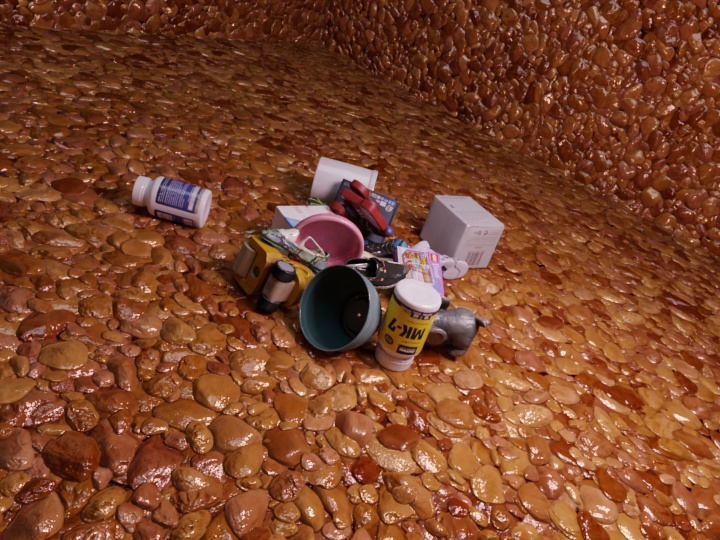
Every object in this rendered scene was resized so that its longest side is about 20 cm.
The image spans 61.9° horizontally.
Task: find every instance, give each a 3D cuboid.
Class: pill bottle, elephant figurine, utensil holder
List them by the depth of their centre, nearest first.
[{"bbox_3d":[0.106,0.132,1.417,0.113,0.202,0.115,14,30,-8],"label":"pill bottle"},{"bbox_3d":[0.186,0.134,1.513,0.198,0.156,0.142,19,19,-18],"label":"elephant figurine"},{"bbox_3d":[-0.526,-0.198,1.678,0.198,0.112,0.111,16,30,-7],"label":"pill bottle"},{"bbox_3d":[-0.057,-0.280,2.023,0.198,0.171,0.170,17,30,-2],"label":"utensil holder"}]

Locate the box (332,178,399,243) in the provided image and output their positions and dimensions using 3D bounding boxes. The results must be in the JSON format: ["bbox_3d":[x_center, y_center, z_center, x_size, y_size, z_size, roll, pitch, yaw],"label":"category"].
[{"bbox_3d":[0.006,-0.181,1.907,0.198,0.159,0.051,24,3,8],"label":"box"}]

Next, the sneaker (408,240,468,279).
[{"bbox_3d":[0.236,-0.037,1.885,0.198,0.076,0.115,4,36,-18],"label":"sneaker"}]

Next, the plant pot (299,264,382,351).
[{"bbox_3d":[-0.028,0.099,1.432,0.200,0.201,0.134,42,11,34],"label":"plant pot"}]

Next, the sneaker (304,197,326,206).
[{"bbox_3d":[-0.098,-0.139,1.872,0.200,0.077,0.075,44,33,6],"label":"sneaker"}]

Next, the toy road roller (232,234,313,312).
[{"bbox_3d":[-0.213,0.011,1.521,0.200,0.124,0.145,41,22,32],"label":"toy road roller"}]

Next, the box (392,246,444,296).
[{"bbox_3d":[0.164,0.035,1.691,0.135,0.039,0.202,10,57,-16],"label":"box"}]

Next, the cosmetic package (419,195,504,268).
[{"bbox_3d":[0.333,-0.129,2.001,0.166,0.168,0.200,-3,36,-32],"label":"cosmetic package"}]

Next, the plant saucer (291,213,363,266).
[{"bbox_3d":[-0.089,-0.079,1.599,0.198,0.201,0.051,13,44,-11],"label":"plant saucer"}]

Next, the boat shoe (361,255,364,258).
[{"bbox_3d":[0.000,0.000,1.672,0.065,0.072,0.201,5,46,-25],"label":"boat shoe"}]

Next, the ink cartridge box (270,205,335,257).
[{"bbox_3d":[-0.142,-0.102,1.726,0.198,0.126,0.129,-4,37,-34],"label":"ink cartridge box"}]

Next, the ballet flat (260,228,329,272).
[{"bbox_3d":[-0.161,-0.068,1.538,0.199,0.074,0.075,32,22,-29],"label":"ballet flat"}]

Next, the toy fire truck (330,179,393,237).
[{"bbox_3d":[0.018,-0.160,1.765,0.168,0.112,0.200,37,-9,38],"label":"toy fire truck"}]

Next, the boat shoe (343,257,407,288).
[{"bbox_3d":[0.041,0.003,1.606,0.199,0.063,0.074,-1,56,-24],"label":"boat shoe"}]

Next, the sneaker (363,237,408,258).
[{"bbox_3d":[0.044,-0.049,1.812,0.198,0.082,0.074,4,54,7],"label":"sneaker"}]

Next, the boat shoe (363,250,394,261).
[{"bbox_3d":[0.055,0.003,1.741,0.198,0.072,0.072,20,54,-3],"label":"boat shoe"}]

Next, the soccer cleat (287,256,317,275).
[{"bbox_3d":[-0.147,0.018,1.593,0.198,0.069,0.085,15,26,-17],"label":"soccer cleat"}]
